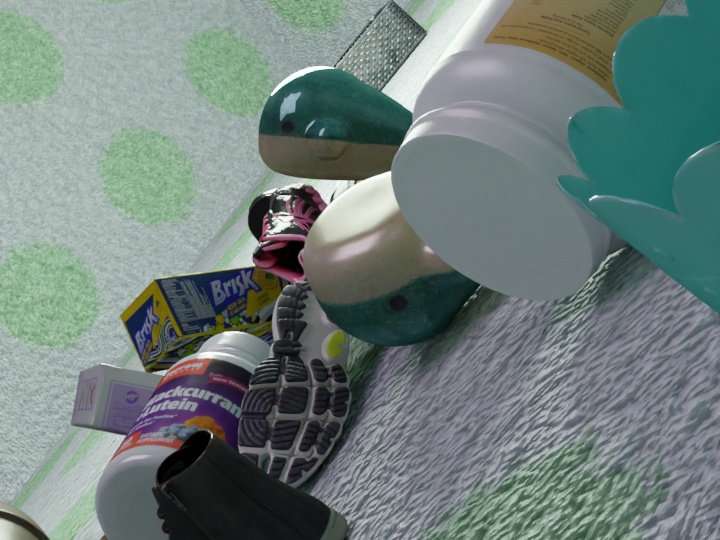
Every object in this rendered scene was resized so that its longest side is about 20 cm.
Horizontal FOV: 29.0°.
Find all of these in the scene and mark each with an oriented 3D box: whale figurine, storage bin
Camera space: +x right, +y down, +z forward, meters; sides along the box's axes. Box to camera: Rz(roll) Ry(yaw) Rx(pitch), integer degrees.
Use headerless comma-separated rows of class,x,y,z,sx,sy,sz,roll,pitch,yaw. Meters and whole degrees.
whale figurine,0.001,-0.137,1.306,0.159,0.198,0.105,-7,-79,-65
storage bin,0.019,-0.394,2.609,0.200,0.094,0.135,-50,9,-10
whale figurine,0.061,-0.020,0.958,0.199,0.104,0.159,-26,24,1

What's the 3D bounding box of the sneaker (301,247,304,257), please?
sneaker,0.000,0.000,1.106,0.071,0.093,0.200,-51,9,-11

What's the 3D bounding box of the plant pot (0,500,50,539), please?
plant pot,-0.336,0.316,1.226,0.201,0.200,0.173,-52,25,-14

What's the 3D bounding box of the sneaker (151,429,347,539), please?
sneaker,-0.097,0.163,0.874,0.200,0.106,0.075,-40,13,46

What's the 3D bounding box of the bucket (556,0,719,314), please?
bucket,0.167,-0.050,0.376,0.207,0.135,0.207,-47,9,10

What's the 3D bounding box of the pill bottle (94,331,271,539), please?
pill bottle,-0.122,0.134,1.093,0.111,0.111,0.200,-44,11,29

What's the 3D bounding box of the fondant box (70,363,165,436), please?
fondant box,-0.187,0.130,1.296,0.200,0.143,0.059,157,124,-72

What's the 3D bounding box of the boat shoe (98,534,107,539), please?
boat shoe,-0.212,0.257,1.159,0.065,0.071,0.200,-49,8,3

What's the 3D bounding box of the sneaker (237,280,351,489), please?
sneaker,-0.039,0.095,1.040,0.201,0.077,0.080,-73,-12,-49

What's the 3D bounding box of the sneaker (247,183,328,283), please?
sneaker,-0.067,-0.028,1.298,0.200,0.095,0.080,30,122,53

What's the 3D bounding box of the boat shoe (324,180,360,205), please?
boat shoe,0.011,-0.070,1.391,0.063,0.074,0.202,-38,17,21

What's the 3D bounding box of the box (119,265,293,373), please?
box,-0.122,0.041,1.316,0.199,0.065,0.070,-7,-27,-47

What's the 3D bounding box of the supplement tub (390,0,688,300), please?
supplement tub,0.117,-0.097,0.776,0.201,0.144,0.144,-54,10,-28
